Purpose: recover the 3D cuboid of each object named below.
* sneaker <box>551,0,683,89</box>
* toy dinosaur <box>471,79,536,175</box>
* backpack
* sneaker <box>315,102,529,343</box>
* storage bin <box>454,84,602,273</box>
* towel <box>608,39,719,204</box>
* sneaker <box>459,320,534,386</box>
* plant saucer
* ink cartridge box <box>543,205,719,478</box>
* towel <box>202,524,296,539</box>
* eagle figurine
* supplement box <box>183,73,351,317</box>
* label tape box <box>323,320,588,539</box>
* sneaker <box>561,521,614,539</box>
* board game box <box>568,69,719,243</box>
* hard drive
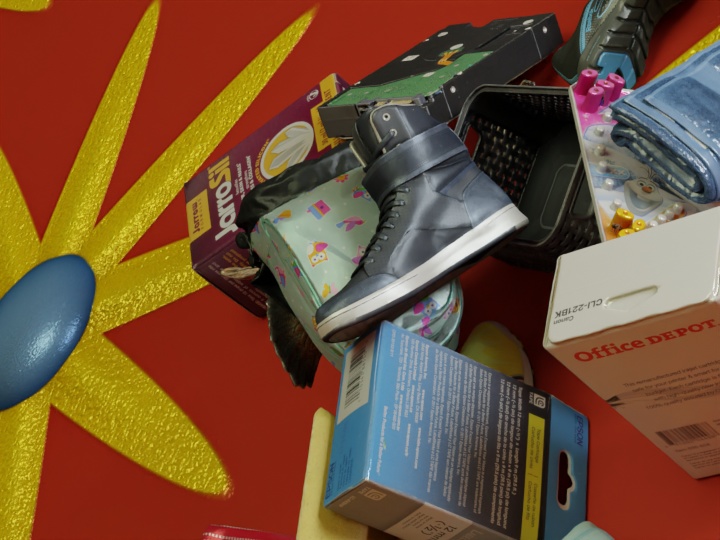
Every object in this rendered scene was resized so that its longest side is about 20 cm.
[{"bbox_3d":[0.241,-0.247,1.847,0.200,0.073,0.082,-54,34,-6],"label":"sneaker"},{"bbox_3d":[0.125,-0.108,1.880,0.101,0.058,0.200,-35,28,45],"label":"toy dinosaur"},{"bbox_3d":[0.000,0.000,1.707,0.167,0.127,0.200,-27,69,-4],"label":"backpack"},{"bbox_3d":[0.014,-0.042,1.609,0.202,0.146,0.077,-33,-5,-30],"label":"sneaker"},{"bbox_3d":[0.157,-0.074,1.727,0.200,0.094,0.135,11,80,61],"label":"storage bin"},{"bbox_3d":[0.285,-0.123,1.578,0.112,0.200,0.049,41,136,21],"label":"towel"},{"bbox_3d":[0.085,0.120,1.686,0.075,0.076,0.200,-18,44,40],"label":"sneaker"},{"bbox_3d":[-0.002,0.238,1.605,0.048,0.200,0.200,-2,53,13],"label":"plant saucer"},{"bbox_3d":[0.245,0.054,1.465,0.144,0.200,0.084,-18,47,37],"label":"ink cartridge box"},{"bbox_3d":[-0.122,0.313,1.787,0.145,0.022,0.200,1,60,47],"label":"towel"},{"bbox_3d":[-0.018,0.025,1.849,0.152,0.151,0.200,-39,25,-1],"label":"eagle figurine"},{"bbox_3d":[-0.061,-0.071,1.992,0.200,0.103,0.131,-35,40,21],"label":"supplement box"},{"bbox_3d":[0.077,0.144,1.588,0.066,0.200,0.143,-38,35,45],"label":"label tape box"},{"bbox_3d":[0.113,0.260,1.531,0.200,0.074,0.082,-34,49,4],"label":"sneaker"},{"bbox_3d":[0.268,-0.071,1.573,0.200,0.200,0.026,-96,18,-45],"label":"board game box"},{"bbox_3d":[0.075,-0.177,1.902,0.140,0.038,0.200,-1,26,45],"label":"hard drive"}]
